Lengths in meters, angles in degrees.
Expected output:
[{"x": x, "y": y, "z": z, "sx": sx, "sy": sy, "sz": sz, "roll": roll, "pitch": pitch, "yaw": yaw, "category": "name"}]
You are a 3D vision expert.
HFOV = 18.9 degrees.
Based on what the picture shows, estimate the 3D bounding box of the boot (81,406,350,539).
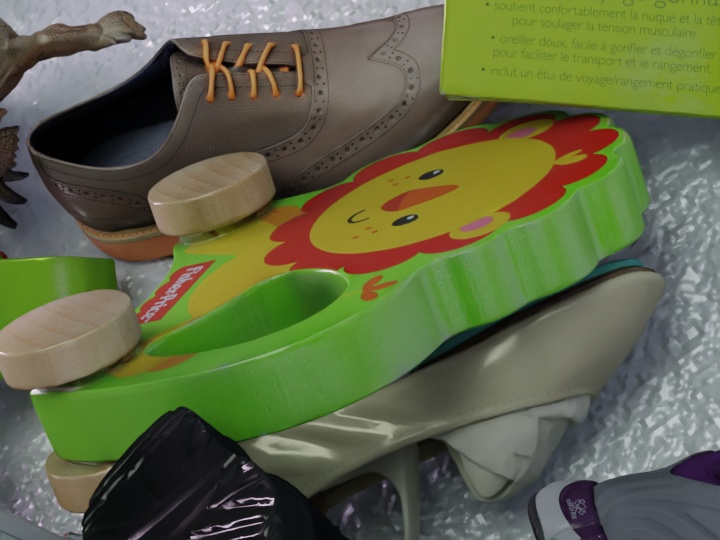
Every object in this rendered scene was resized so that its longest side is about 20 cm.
[{"x": 0.003, "y": 0.121, "z": 0.610, "sx": 0.073, "sy": 0.162, "sz": 0.198, "roll": -49, "pitch": 16, "yaw": 1, "category": "boot"}]

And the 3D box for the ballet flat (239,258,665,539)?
[{"x": 0.022, "y": 0.061, "z": 0.756, "sx": 0.200, "sy": 0.069, "sz": 0.069, "roll": -23, "pitch": 54, "yaw": 17, "category": "ballet flat"}]

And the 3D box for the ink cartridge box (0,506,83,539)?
[{"x": -0.120, "y": 0.154, "z": 0.671, "sx": 0.057, "sy": 0.200, "sz": 0.163, "roll": 22, "pitch": 81, "yaw": 45, "category": "ink cartridge box"}]

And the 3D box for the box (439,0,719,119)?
[{"x": 0.096, "y": -0.157, "z": 0.769, "sx": 0.122, "sy": 0.048, "sz": 0.200, "roll": 6, "pitch": 98, "yaw": 16, "category": "box"}]

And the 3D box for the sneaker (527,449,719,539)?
[{"x": 0.102, "y": 0.100, "z": 0.630, "sx": 0.088, "sy": 0.074, "sz": 0.200, "roll": -23, "pitch": 19, "yaw": 6, "category": "sneaker"}]

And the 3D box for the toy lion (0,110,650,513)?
[{"x": 0.000, "y": 0.000, "z": 0.745, "sx": 0.192, "sy": 0.069, "sz": 0.200, "roll": -11, "pitch": 20, "yaw": 26, "category": "toy lion"}]

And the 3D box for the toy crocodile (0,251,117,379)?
[{"x": -0.191, "y": 0.026, "z": 0.888, "sx": 0.200, "sy": 0.062, "sz": 0.068, "roll": -17, "pitch": 91, "yaw": 25, "category": "toy crocodile"}]

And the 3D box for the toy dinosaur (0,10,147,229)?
[{"x": -0.178, "y": -0.063, "z": 0.866, "sx": 0.086, "sy": 0.200, "sz": 0.136, "roll": 42, "pitch": 116, "yaw": 11, "category": "toy dinosaur"}]

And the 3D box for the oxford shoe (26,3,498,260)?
[{"x": -0.036, "y": -0.062, "z": 0.844, "sx": 0.200, "sy": 0.073, "sz": 0.071, "roll": -22, "pitch": 55, "yaw": 16, "category": "oxford shoe"}]
